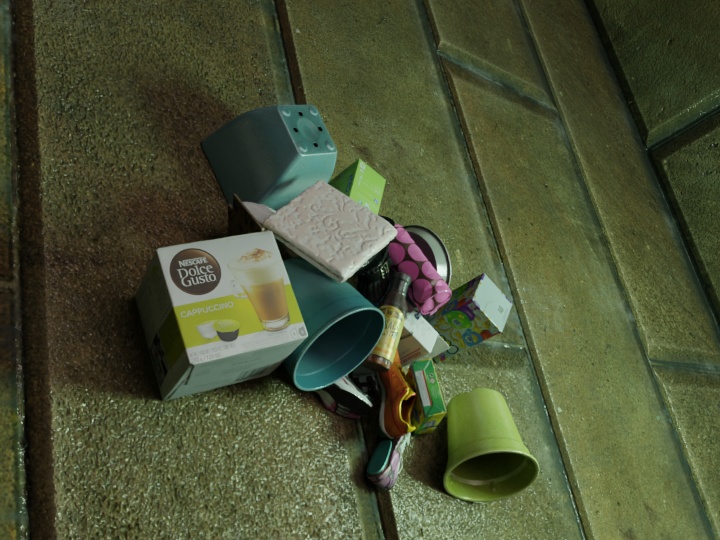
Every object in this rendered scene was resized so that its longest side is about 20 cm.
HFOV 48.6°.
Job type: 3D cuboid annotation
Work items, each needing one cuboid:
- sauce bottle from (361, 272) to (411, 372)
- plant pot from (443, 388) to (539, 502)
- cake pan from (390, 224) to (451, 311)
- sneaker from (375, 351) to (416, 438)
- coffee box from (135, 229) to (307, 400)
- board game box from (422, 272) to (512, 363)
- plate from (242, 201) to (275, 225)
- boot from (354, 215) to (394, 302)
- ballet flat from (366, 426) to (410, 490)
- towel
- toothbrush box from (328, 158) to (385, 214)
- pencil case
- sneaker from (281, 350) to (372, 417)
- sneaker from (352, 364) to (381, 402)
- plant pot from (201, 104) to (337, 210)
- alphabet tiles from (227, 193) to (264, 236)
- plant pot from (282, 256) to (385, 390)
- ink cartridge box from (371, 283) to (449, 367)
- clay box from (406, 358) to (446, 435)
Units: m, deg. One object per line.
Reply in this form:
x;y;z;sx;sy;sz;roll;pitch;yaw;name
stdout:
0.054;0.100;1.583;0.066;0.066;0.200;28;65;-30;sauce bottle
0.262;0.361;1.701;0.200;0.200;0.184;29;35;-30;plant pot
0.107;-0.001;1.754;0.037;0.200;0.200;-3;67;-50;cake pan
0.076;0.233;1.581;0.073;0.077;0.200;33;43;-51;sneaker
-0.236;0.073;1.313;0.199;0.200;0.198;-11;71;-29;coffee box
0.225;0.109;1.803;0.103;0.200;0.105;46;41;-12;board game box
-0.128;-0.069;1.561;0.200;0.032;0.200;36;2;14;plate
0.002;0.001;1.574;0.079;0.158;0.211;25;39;24;boot
0.066;0.349;1.593;0.071;0.069;0.200;56;38;-30;ballet flat
-0.055;-0.075;1.482;0.191;0.032;0.200;33;43;14;towel
-0.035;-0.123;1.737;0.086;0.146;0.200;37;42;-23;toothbrush box
0.105;0.000;1.681;0.200;0.091;0.094;58;-6;23;pencil case
-0.053;0.206;1.548;0.200;0.080;0.086;38;41;-23;sneaker
0.013;0.165;1.637;0.090;0.066;0.200;-19;99;-61;sneaker
-0.167;-0.239;1.637;0.196;0.200;0.197;-15;75;-49;plant pot
-0.212;-0.040;1.463;0.008;0.167;0.200;-9;30;-23;alphabet tiles
-0.091;0.081;1.452;0.200;0.200;0.188;-6;45;-48;plant pot
0.081;0.138;1.703;0.200;0.116;0.067;46;39;-12;ink cartridge box
0.125;0.267;1.642;0.048;0.200;0.115;-10;67;-10;clay box
